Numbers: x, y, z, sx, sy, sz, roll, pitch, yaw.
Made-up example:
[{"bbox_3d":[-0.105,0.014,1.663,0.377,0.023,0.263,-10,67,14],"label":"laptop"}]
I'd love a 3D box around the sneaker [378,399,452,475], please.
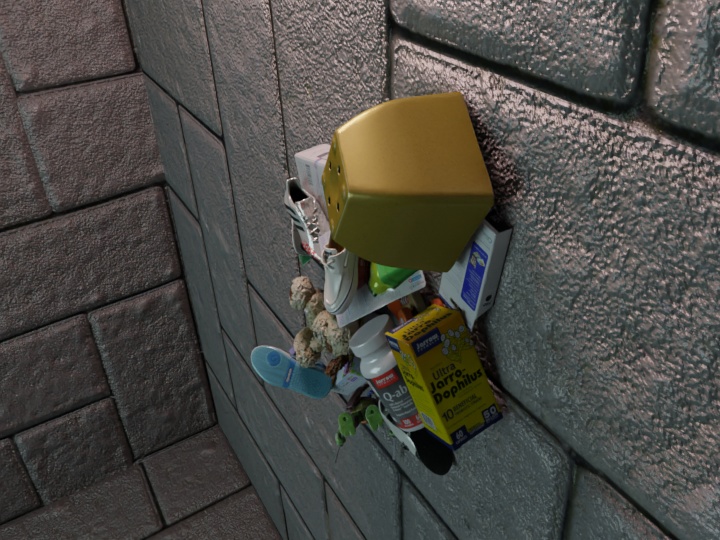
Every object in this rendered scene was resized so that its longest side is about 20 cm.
[{"bbox_3d":[0.112,0.333,1.379,0.201,0.074,0.089,50,163,7],"label":"sneaker"}]

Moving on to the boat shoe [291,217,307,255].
[{"bbox_3d":[-0.117,-0.133,1.494,0.065,0.072,0.208,144,129,-76],"label":"boat shoe"}]

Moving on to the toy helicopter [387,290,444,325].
[{"bbox_3d":[0.089,0.054,1.267,0.134,0.077,0.203,92,160,-56],"label":"toy helicopter"}]

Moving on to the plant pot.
[{"bbox_3d":[0.050,-0.124,0.980,0.197,0.195,0.198,114,149,-57],"label":"plant pot"}]

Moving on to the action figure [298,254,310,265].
[{"bbox_3d":[-0.108,-0.054,1.570,0.056,0.116,0.200,65,167,-20],"label":"action figure"}]

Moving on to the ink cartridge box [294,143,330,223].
[{"bbox_3d":[-0.045,-0.161,1.351,0.199,0.084,0.151,30,136,53],"label":"ink cartridge box"}]

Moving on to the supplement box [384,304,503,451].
[{"bbox_3d":[0.140,0.177,1.128,0.204,0.107,0.109,65,164,-12],"label":"supplement box"}]

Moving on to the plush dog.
[{"bbox_3d":[-0.056,0.117,1.397,0.172,0.157,0.205,-141,45,-61],"label":"plush dog"}]

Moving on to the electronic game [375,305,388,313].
[{"bbox_3d":[0.000,0.000,1.409,0.201,0.041,0.202,49,157,28],"label":"electronic game"}]

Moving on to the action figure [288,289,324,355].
[{"bbox_3d":[-0.108,0.117,1.554,0.104,0.199,0.195,42,155,22],"label":"action figure"}]

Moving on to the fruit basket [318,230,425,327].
[{"bbox_3d":[0.018,-0.018,1.217,0.198,0.093,0.189,-31,64,34],"label":"fruit basket"}]

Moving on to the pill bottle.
[{"bbox_3d":[0.069,0.193,1.265,0.202,0.115,0.115,55,159,-14],"label":"pill bottle"}]

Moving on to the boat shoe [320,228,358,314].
[{"bbox_3d":[-0.040,-0.025,1.164,0.070,0.069,0.205,20,98,43],"label":"boat shoe"}]

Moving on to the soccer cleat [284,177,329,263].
[{"bbox_3d":[-0.099,-0.099,1.336,0.202,0.067,0.086,58,163,28],"label":"soccer cleat"}]

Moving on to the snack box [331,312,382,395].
[{"bbox_3d":[-0.012,0.185,1.480,0.200,0.052,0.145,127,158,-65],"label":"snack box"}]

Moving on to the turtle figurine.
[{"bbox_3d":[0.017,0.367,1.513,0.141,0.205,0.194,18,172,12],"label":"turtle figurine"}]

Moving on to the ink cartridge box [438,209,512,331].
[{"bbox_3d":[0.176,-0.011,1.049,0.100,0.038,0.203,50,147,38],"label":"ink cartridge box"}]

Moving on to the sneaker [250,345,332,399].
[{"bbox_3d":[-0.155,0.230,1.537,0.196,0.081,0.131,27,180,3],"label":"sneaker"}]

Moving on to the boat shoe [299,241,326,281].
[{"bbox_3d":[-0.053,-0.005,1.376,0.201,0.061,0.076,50,158,24],"label":"boat shoe"}]
